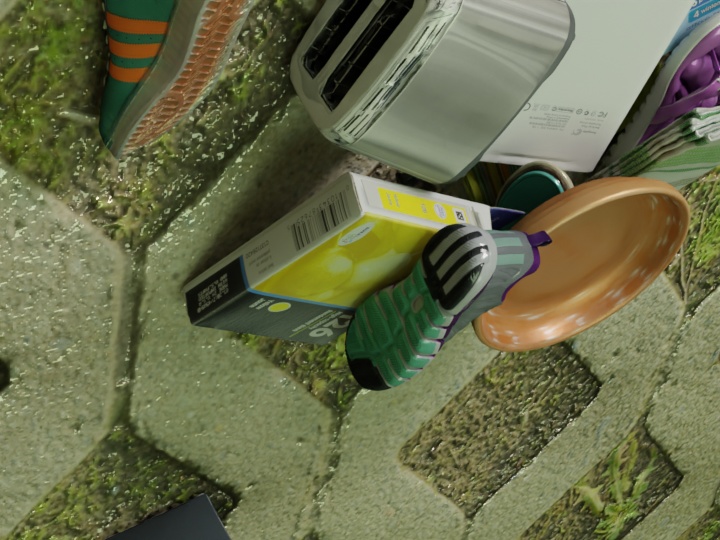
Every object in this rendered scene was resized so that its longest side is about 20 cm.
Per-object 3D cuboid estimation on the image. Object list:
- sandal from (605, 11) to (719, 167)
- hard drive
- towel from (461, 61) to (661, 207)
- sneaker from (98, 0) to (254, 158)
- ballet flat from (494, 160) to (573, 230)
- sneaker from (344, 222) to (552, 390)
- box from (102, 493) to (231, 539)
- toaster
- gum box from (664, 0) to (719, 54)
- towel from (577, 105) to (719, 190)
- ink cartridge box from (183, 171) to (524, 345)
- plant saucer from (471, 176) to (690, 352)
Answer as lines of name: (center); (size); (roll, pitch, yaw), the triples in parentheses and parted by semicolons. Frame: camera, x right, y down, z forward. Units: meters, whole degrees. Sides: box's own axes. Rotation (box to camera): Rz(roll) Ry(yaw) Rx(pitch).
sandal: (0.277, -0.139, 1.190); (0.082, 0.050, 0.203); (-22, 156, -32)
hard drive: (0.166, -0.163, 1.096); (0.132, 0.025, 0.200); (4, 134, -25)
towel: (0.174, -0.117, 1.198); (0.200, 0.018, 0.086); (-35, 143, -4)
sneaker: (-0.127, -0.154, 0.888); (0.071, 0.080, 0.200); (-32, 167, -43)
ballet flat: (0.145, -0.033, 1.206); (0.069, 0.070, 0.200); (-16, 148, -26)
sneaker: (0.065, 0.032, 1.071); (0.087, 0.075, 0.200); (-5, 156, -34)
box: (-0.177, 0.326, 1.301); (0.148, 0.107, 0.200); (-22, 139, -18)
toaster: (0.041, -0.147, 0.986); (0.129, 0.114, 0.200); (14, 127, -41)
gum box: (0.281, -0.281, 1.092); (0.170, 0.045, 0.200); (-28, 140, -12)
towel: (0.269, -0.086, 1.215); (0.149, 0.031, 0.200); (-9, 163, -36)
ink cartridge box: (0.000, 0.000, 1.099); (0.200, 0.047, 0.197); (12, 145, -43)
plant saucer: (0.173, -0.009, 1.153); (0.200, 0.038, 0.200); (-21, 148, -14)
